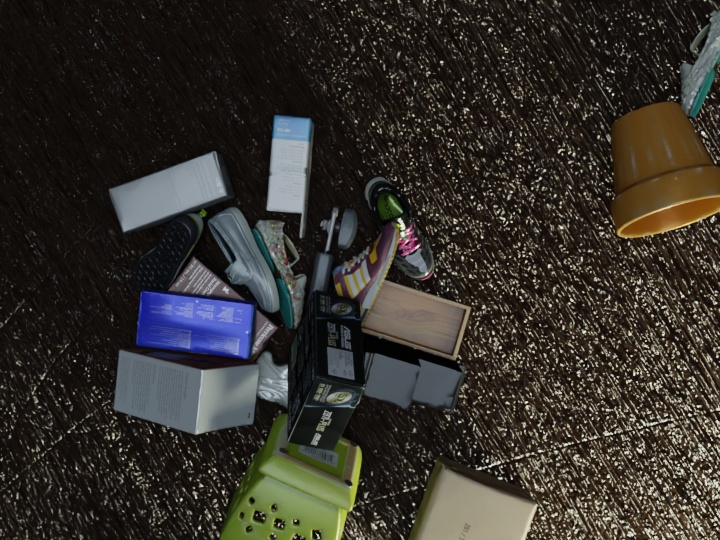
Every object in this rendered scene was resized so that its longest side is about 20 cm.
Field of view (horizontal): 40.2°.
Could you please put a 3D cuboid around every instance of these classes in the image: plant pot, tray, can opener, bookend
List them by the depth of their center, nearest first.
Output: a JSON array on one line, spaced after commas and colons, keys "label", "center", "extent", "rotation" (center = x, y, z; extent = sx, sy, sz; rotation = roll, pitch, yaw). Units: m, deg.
[{"label": "plant pot", "center": [-0.104, 0.376, 1.683], "extent": [0.197, 0.200, 0.184], "rotation": [24, 111, -3]}, {"label": "plant pot", "center": [0.512, -0.177, 1.686], "extent": [0.196, 0.200, 0.187], "rotation": [-14, 77, 1]}, {"label": "bookend", "center": [0.088, 0.195, 1.693], "extent": [0.196, 0.199, 0.094], "rotation": [17, 94, -2]}, {"label": "can opener", "center": [-0.055, -0.014, 1.756], "extent": [0.065, 0.053, 0.204], "rotation": [15, 93, -1]}, {"label": "tray", "center": [0.090, 0.083, 1.769], "extent": [0.196, 0.037, 0.101], "rotation": [17, 93, -1]}]

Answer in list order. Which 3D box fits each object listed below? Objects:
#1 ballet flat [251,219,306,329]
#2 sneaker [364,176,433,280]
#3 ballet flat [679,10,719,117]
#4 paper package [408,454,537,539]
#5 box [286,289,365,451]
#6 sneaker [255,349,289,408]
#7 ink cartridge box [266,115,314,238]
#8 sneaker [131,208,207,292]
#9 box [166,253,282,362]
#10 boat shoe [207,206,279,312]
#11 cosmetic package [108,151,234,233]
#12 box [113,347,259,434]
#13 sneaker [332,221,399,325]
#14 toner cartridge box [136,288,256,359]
[{"label": "ballet flat", "center": [-0.132, 0.001, 1.752], "extent": [0.063, 0.075, 0.203], "rotation": [-22, 97, -23]}, {"label": "sneaker", "center": [0.068, -0.072, 1.735], "extent": [0.073, 0.087, 0.203], "rotation": [-27, 93, 2]}, {"label": "ballet flat", "center": [0.604, -0.367, 1.735], "extent": [0.071, 0.072, 0.202], "rotation": [28, 91, -1]}, {"label": "paper package", "center": [0.193, 0.462, 1.756], "extent": [0.187, 0.103, 0.203], "rotation": [20, 92, -1]}, {"label": "box", "center": [-0.061, 0.165, 1.637], "extent": [0.085, 0.202, 0.165], "rotation": [13, 129, -15]}, {"label": "sneaker", "center": [-0.108, 0.208, 1.759], "extent": [0.197, 0.078, 0.101], "rotation": [27, 87, -3]}, {"label": "ink cartridge box", "center": [-0.123, -0.161, 1.717], "extent": [0.065, 0.116, 0.204], "rotation": [5, 93, 0]}, {"label": "sneaker", "center": [-0.330, -0.030, 1.749], "extent": [0.072, 0.083, 0.200], "rotation": [46, 119, 0]}, {"label": "box", "center": [-0.246, 0.073, 1.753], "extent": [0.199, 0.075, 0.101], "rotation": [39, 93, -3]}, {"label": "boat shoe", "center": [-0.210, -0.010, 1.742], "extent": [0.071, 0.070, 0.204], "rotation": [-25, 86, -23]}, {"label": "cosmetic package", "center": [-0.328, -0.136, 1.726], "extent": [0.196, 0.107, 0.092], "rotation": [-17, 93, -1]}, {"label": "box", "center": [-0.297, 0.198, 1.681], "extent": [0.197, 0.151, 0.109], "rotation": [8, 93, 33]}, {"label": "sneaker", "center": [0.000, 0.000, 1.697], "extent": [0.089, 0.075, 0.203], "rotation": [23, 106, 2]}, {"label": "toner cartridge box", "center": [-0.282, 0.092, 1.698], "extent": [0.196, 0.043, 0.097], "rotation": [7, 96, 1]}]
